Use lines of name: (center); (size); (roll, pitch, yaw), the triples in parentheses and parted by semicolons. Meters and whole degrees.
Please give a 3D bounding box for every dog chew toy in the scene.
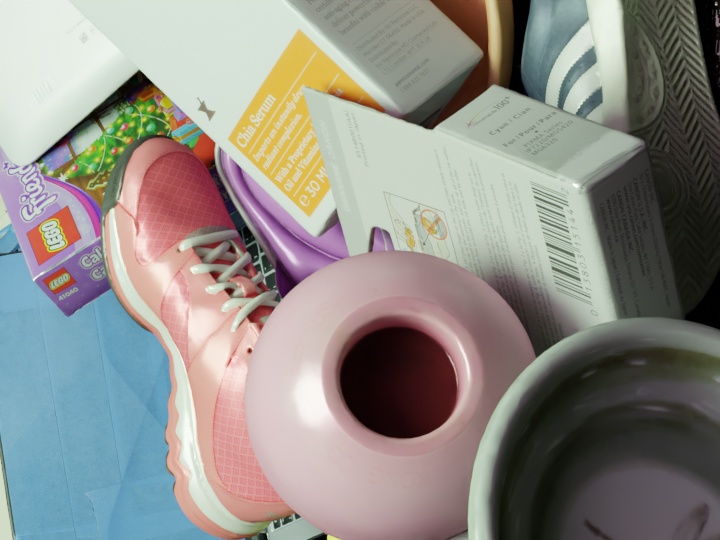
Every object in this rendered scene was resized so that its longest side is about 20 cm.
dog chew toy: (0.011, 0.065, 1.123); (0.200, 0.124, 0.125); (105, 160, -77)

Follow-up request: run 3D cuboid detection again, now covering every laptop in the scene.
laptop: (-0.085, 0.050, 1.315); (0.200, 0.116, 0.188); (-28, 66, 45)

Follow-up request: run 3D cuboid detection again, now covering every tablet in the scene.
tablet: (-0.141, -0.158, 1.302); (0.200, 0.014, 0.130); (-38, 77, 28)

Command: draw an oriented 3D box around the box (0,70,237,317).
box: (-0.132, -0.084, 1.365); (0.137, 0.039, 0.200); (-32, 46, 5)

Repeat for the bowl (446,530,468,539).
bowl: (0.126, 0.192, 1.078); (0.200, 0.075, 0.200); (-16, 71, 3)

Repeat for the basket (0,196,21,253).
basket: (-0.257, -0.041, 1.457); (0.139, 0.176, 0.200); (-45, 45, 27)

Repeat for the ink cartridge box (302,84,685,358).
ink cartridge box: (0.068, 0.011, 1.143); (0.176, 0.045, 0.200); (24, 140, 44)

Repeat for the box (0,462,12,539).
box: (-0.172, 0.169, 1.414); (0.068, 0.082, 0.200); (-35, 61, 38)

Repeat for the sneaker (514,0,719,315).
sneaker: (0.112, -0.068, 1.176); (0.084, 0.075, 0.201); (-23, 65, 50)

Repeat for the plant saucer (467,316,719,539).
plant saucer: (0.122, 0.119, 1.010); (0.050, 0.200, 0.201); (-40, 57, 54)

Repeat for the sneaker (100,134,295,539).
sneaker: (-0.058, 0.026, 1.240); (0.087, 0.074, 0.201); (-17, 90, 46)

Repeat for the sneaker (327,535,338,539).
sneaker: (0.045, 0.182, 1.202); (0.200, 0.078, 0.090); (39, 114, 40)

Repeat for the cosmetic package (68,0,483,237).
cosmetic package: (-0.052, -0.125, 1.200); (0.200, 0.071, 0.101); (44, 136, 7)

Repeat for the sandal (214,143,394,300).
sandal: (-0.005, 0.005, 1.242); (0.203, 0.050, 0.082); (47, 112, 10)

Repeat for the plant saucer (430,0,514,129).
plant saucer: (0.003, -0.135, 1.247); (0.200, 0.037, 0.201); (24, 125, 38)
